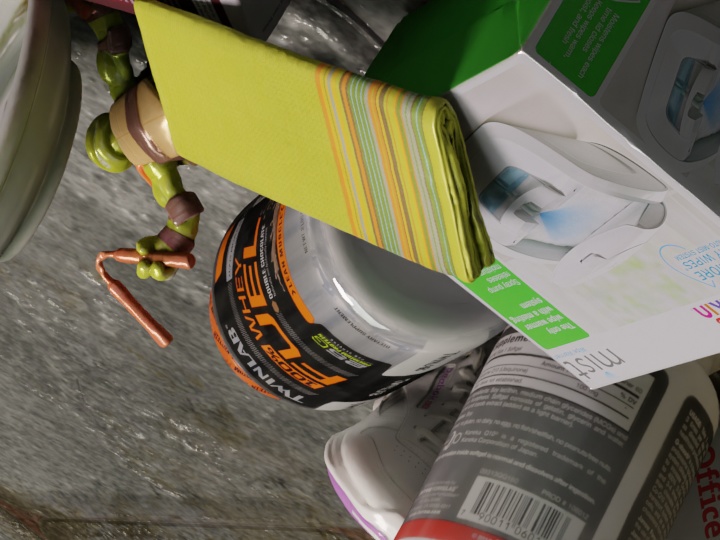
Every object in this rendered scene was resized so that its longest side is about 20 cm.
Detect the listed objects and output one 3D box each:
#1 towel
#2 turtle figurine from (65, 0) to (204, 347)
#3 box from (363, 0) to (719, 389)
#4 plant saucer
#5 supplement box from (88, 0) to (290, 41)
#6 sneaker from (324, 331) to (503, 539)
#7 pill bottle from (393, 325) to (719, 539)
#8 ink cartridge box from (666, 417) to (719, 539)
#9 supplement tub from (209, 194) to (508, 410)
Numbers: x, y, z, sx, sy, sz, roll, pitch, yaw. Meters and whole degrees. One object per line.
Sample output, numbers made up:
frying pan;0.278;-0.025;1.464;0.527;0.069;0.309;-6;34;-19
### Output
towel;-0.023;-0.061;1.169;0.200;0.018;0.086;24;137;43
turtle figurine;-0.092;-0.068;1.355;0.161;0.064;0.201;-17;90;54
box;0.106;-0.049;1.159;0.176;0.097;0.200;39;155;-15
plant saucer;-0.181;-0.061;1.333;0.050;0.201;0.200;21;161;-22
supplement box;-0.128;-0.175;1.221;0.199;0.061;0.109;18;154;25
sneaker;0.041;0.078;1.395;0.075;0.200;0.100;44;112;-7
pill bottle;0.103;0.087;1.302;0.116;0.200;0.116;24;156;12
ink cartridge box;0.144;0.195;1.397;0.200;0.146;0.145;-23;137;23
supplement tub;0.000;0.000;1.349;0.122;0.123;0.200;34;156;-10
